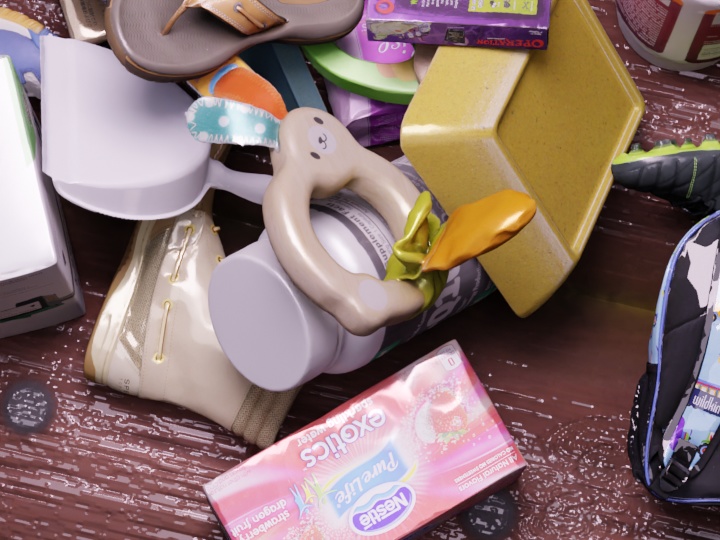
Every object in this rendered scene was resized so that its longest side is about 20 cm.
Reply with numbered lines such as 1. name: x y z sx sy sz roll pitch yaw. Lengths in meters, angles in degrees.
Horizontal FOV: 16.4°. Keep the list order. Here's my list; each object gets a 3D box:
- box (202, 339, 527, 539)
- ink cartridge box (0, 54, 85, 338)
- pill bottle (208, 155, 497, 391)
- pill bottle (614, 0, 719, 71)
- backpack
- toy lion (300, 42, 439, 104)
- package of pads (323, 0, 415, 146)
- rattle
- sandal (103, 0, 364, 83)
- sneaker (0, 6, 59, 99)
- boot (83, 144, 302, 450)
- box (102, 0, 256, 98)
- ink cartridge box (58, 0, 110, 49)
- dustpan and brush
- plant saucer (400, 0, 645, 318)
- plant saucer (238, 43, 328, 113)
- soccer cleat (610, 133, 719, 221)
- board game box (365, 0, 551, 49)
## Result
1. box: 0.003 0.144 1.687 0.199 0.095 0.103 -29 81 -5
2. ink cartridge box: -0.246 -0.044 1.671 0.084 0.200 0.147 -14 81 -3
3. pill bottle: 0.000 0.000 1.661 0.199 0.113 0.113 -27 78 -40
4. pill bottle: 0.231 -0.208 1.698 0.113 0.200 0.115 0 79 0
5. backpack: 0.275 0.060 1.670 0.181 0.135 0.202 5 87 3
6. toy lion: 0.006 -0.219 1.699 0.190 0.069 0.202 12 77 5
7. package of pads: 0.020 -0.197 1.761 0.120 0.076 0.202 -14 80 -3
8. rattle: -0.006 -0.071 1.539 0.130 0.143 0.201 -25 79 -27
9. sandal: -0.075 -0.173 1.594 0.199 0.055 0.082 -10 68 -32
10. sneaker: -0.276 -0.143 1.751 0.199 0.075 0.089 24 72 17
11. boot: -0.087 0.009 1.724 0.154 0.073 0.201 22 82 5
12. box: -0.134 -0.167 1.665 0.041 0.119 0.200 -43 94 -1
13. ink cartridge box: -0.154 -0.266 1.775 0.164 0.075 0.201 -18 81 -4
14. dustpan and brush: -0.123 -0.077 1.667 0.198 0.057 0.140 9 47 -18
15. plant saucer: 0.122 -0.102 1.664 0.048 0.200 0.201 5 56 37
16. plant saucer: -0.077 -0.168 1.704 0.019 0.070 0.201 -44 126 -28
17. soccer cleat: 0.262 -0.049 1.711 0.199 0.067 0.082 3 86 -25
18. board game box: 0.072 -0.235 1.637 0.119 0.032 0.201 6 60 3
